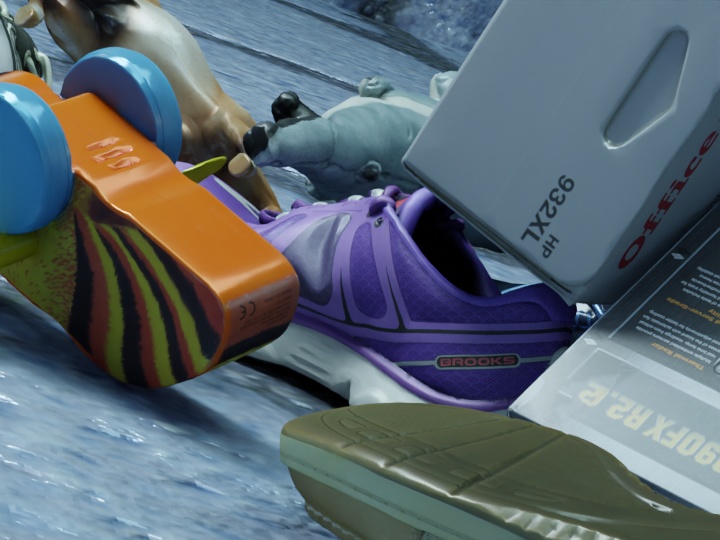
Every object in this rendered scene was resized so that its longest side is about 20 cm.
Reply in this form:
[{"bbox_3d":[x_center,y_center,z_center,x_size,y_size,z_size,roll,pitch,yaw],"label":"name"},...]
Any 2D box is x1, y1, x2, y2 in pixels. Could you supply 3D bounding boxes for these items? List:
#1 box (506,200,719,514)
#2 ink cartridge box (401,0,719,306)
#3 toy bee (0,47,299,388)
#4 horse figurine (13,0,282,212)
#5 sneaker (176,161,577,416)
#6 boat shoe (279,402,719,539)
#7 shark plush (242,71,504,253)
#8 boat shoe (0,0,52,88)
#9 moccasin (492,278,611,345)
[{"bbox_3d":[0.171,0.055,0.830,0.199,0.049,0.158,26,51,31],"label":"box"},{"bbox_3d":[0.118,-0.067,0.936,0.084,0.146,0.200,38,13,21],"label":"ink cartridge box"},{"bbox_3d":[-0.104,-0.029,0.861,0.130,0.109,0.201,-1,51,-33],"label":"toy bee"},{"bbox_3d":[-0.093,-0.083,1.060,0.200,0.050,0.133,46,5,5],"label":"horse figurine"},{"bbox_3d":[0.000,0.000,0.941,0.199,0.084,0.080,26,10,34],"label":"sneaker"},{"bbox_3d":[0.056,0.086,0.676,0.200,0.064,0.073,19,18,35],"label":"boat shoe"},{"bbox_3d":[0.027,-0.047,1.052,0.083,0.091,0.200,30,-1,36],"label":"shark plush"},{"bbox_3d":[-0.166,-0.089,1.137,0.063,0.071,0.200,16,8,-23],"label":"boat shoe"},{"bbox_3d":[0.112,0.029,1.069,0.199,0.069,0.080,21,9,16],"label":"moccasin"}]
